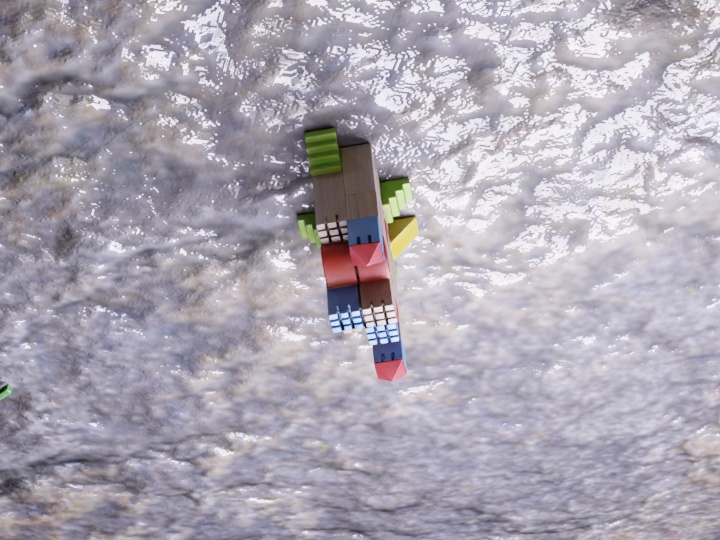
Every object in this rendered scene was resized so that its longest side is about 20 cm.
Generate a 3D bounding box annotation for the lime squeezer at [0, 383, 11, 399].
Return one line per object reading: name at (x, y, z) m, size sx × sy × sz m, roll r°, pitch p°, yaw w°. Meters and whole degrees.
lime squeezer at (-0.429, 0.138, 1.528) m, size 0.198 × 0.038 × 0.071 m, roll -1°, pitch 111°, yaw -4°

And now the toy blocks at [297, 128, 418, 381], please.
toy blocks at (0.000, 0.000, 1.309) m, size 0.099 × 0.137 × 0.201 m, roll -8°, pitch 142°, yaw 4°
